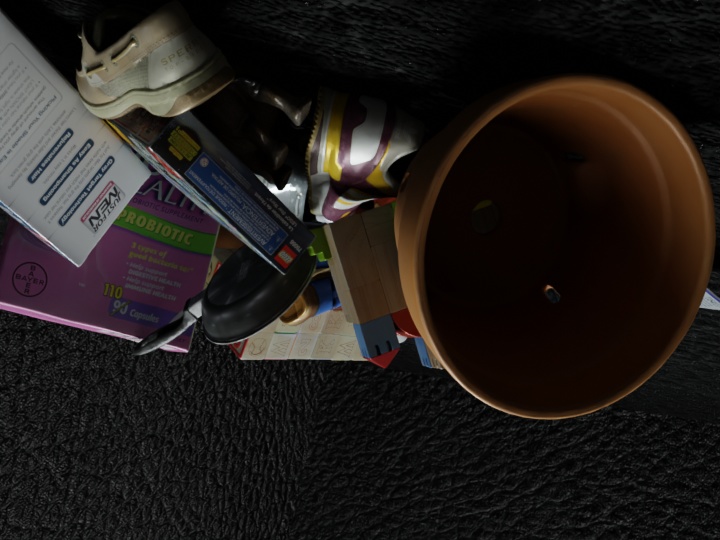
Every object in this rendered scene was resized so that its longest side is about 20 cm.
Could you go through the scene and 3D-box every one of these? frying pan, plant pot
[{"bbox_3d":[-0.112,0.013,0.781,0.187,0.116,0.031,-7,132,41],"label":"frying pan"},{"bbox_3d":[0.104,-0.024,0.613,0.196,0.204,0.140,16,-174,-19],"label":"plant pot"}]

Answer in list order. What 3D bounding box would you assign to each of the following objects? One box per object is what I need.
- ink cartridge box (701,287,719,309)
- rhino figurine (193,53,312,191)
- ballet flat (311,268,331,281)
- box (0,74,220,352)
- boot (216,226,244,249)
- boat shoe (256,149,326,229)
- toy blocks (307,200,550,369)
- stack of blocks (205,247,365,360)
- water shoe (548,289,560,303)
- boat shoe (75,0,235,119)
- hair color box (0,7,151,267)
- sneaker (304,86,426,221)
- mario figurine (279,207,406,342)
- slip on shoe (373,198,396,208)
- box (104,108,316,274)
[{"bbox_3d":[0.240,-0.010,0.916,0.197,0.042,0.198,5,167,40],"label":"ink cartridge box"},{"bbox_3d":[-0.084,-0.108,0.728,0.087,0.060,0.200,33,171,1],"label":"rhino figurine"},{"bbox_3d":[0.001,0.003,0.960,0.197,0.064,0.068,5,156,-33],"label":"ballet flat"},{"bbox_3d":[-0.223,-0.045,0.859,0.173,0.204,0.096,17,169,-23],"label":"box"},{"bbox_3d":[-0.084,-0.001,1.063,0.197,0.158,0.073,18,171,-24],"label":"boot"},{"bbox_3d":[-0.060,-0.065,0.924,0.070,0.072,0.201,15,169,8],"label":"boat shoe"},{"bbox_3d":[0.060,0.010,0.720,0.196,0.140,0.100,-18,-178,-13],"label":"toy blocks"},{"bbox_3d":[-0.061,0.036,0.972,0.197,0.060,0.115,6,-155,-42],"label":"stack of blocks"},{"bbox_3d":[0.128,0.005,0.855,0.197,0.073,0.079,9,-156,-39],"label":"water shoe"},{"bbox_3d":[-0.149,-0.145,0.624,0.199,0.072,0.066,20,144,57],"label":"boat shoe"},{"bbox_3d":[-0.254,-0.102,0.704,0.060,0.101,0.201,26,163,36],"label":"hair color box"},{"bbox_3d":[0.008,-0.078,0.743,0.088,0.077,0.200,13,173,4],"label":"sneaker"},{"bbox_3d":[0.000,0.000,0.879,0.197,0.125,0.106,-5,-140,-41],"label":"mario figurine"},{"bbox_3d":[0.103,-0.049,0.818,0.195,0.063,0.074,11,169,8],"label":"slip on shoe"},{"bbox_3d":[-0.126,-0.079,0.717,0.137,0.040,0.199,46,173,-31],"label":"box"}]
